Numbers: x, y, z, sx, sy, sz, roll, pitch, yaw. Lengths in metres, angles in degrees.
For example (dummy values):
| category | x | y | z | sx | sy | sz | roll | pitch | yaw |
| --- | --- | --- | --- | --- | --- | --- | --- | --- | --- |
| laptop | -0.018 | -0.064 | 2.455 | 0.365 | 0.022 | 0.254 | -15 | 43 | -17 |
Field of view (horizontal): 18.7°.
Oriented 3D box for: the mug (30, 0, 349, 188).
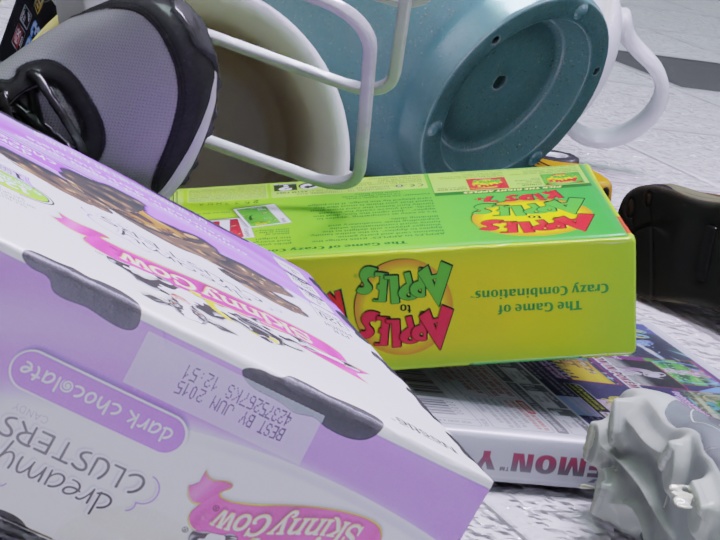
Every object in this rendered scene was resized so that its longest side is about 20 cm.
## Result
| category | x | y | z | sx | sy | sz | roll | pitch | yaw |
| --- | --- | --- | --- | --- | --- | --- | --- | --- | --- |
| mug | -0.094 | -0.068 | 0.987 | 0.187 | 0.149 | 0.153 | 45 | 2 | -5 |

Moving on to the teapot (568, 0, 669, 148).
| category | x | y | z | sx | sy | sz | roll | pitch | yaw |
| --- | --- | --- | --- | --- | --- | --- | --- | --- | --- |
| teapot | 0.083 | -0.145 | 1.502 | 0.197 | 0.146 | 0.200 | -32 | 59 | -33 |

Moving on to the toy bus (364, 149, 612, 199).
| category | x | y | z | sx | sy | sz | roll | pitch | yaw |
| --- | --- | --- | --- | --- | --- | --- | --- | --- | --- |
| toy bus | 0.059 | -0.043 | 1.196 | 0.078 | 0.065 | 0.200 | 0 | 17 | -31 |

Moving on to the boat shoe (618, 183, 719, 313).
| category | x | y | z | sx | sy | sz | roll | pitch | yaw |
| --- | --- | --- | --- | --- | --- | --- | --- | --- | --- |
| boat shoe | 0.216 | -0.002 | 1.123 | 0.074 | 0.076 | 0.200 | 5 | 14 | -36 |

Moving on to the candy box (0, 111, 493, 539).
| category | x | y | z | sx | sy | sz | roll | pitch | yaw |
| --- | --- | --- | --- | --- | --- | --- | --- | --- | --- |
| candy box | -0.072 | 0.024 | 0.665 | 0.167 | 0.072 | 0.200 | 28 | 7 | -23 |

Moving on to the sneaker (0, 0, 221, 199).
| category | x | y | z | sx | sy | sz | roll | pitch | yaw |
| --- | --- | --- | --- | --- | --- | --- | --- | --- | --- |
| sneaker | -0.133 | -0.028 | 0.773 | 0.074 | 0.200 | 0.079 | 58 | 16 | 5 |

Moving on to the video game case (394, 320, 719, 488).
| category | x | y | z | sx | sy | sz | roll | pitch | yaw |
| --- | --- | --- | --- | --- | --- | --- | --- | --- | --- |
| video game case | 0.075 | 0.049 | 0.907 | 0.181 | 0.023 | 0.200 | 6 | 13 | -17 |

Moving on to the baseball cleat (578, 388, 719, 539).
| category | x | y | z | sx | sy | sz | roll | pitch | yaw |
| --- | --- | --- | --- | --- | --- | --- | --- | --- | --- |
| baseball cleat | 0.134 | 0.080 | 0.713 | 0.106 | 0.070 | 0.200 | 8 | 14 | -7 |

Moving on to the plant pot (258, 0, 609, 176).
| category | x | y | z | sx | sy | sz | roll | pitch | yaw |
| --- | --- | --- | --- | --- | --- | --- | --- | --- | --- |
| plant pot | 0.038 | -0.122 | 1.085 | 0.200 | 0.201 | 0.134 | -4 | 41 | -47 |

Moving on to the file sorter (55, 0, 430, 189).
| category | x | y | z | sx | sy | sz | roll | pitch | yaw |
| --- | --- | --- | --- | --- | --- | --- | --- | --- | --- |
| file sorter | -0.022 | -0.155 | 0.850 | 0.124 | 0.201 | 0.139 | 19 | -27 | 7 |

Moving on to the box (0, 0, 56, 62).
| category | x | y | z | sx | sy | sz | roll | pitch | yaw |
| --- | --- | --- | --- | --- | --- | --- | --- | --- | --- |
| box | -0.084 | -0.127 | 1.149 | 0.199 | 0.199 | 0.050 | 1 | 41 | -35 |

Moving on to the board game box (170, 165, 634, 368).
| category | x | y | z | sx | sy | sz | roll | pitch | yaw |
| --- | --- | --- | --- | --- | --- | --- | --- | --- | --- |
| board game box | 0.000 | 0.000 | 0.861 | 0.199 | 0.048 | 0.102 | -4 | 19 | -3 |
